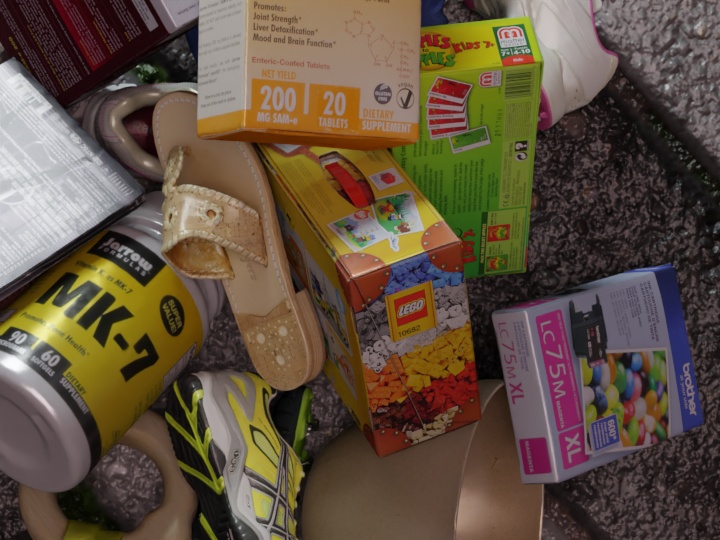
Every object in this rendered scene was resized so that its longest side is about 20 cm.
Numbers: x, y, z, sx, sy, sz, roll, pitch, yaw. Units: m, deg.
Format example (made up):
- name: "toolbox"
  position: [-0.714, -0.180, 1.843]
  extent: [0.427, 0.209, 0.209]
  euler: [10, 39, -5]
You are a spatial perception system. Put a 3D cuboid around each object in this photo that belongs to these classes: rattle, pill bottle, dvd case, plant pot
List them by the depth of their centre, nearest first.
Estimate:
- name: "dvd case"
  position: [-0.262, -0.042, 1.248]
  extent: [0.199, 0.016, 0.149]
  euler: [-36, 67, -26]
- name: "pill bottle"
  position: [-0.173, 0.042, 1.278]
  extent: [0.114, 0.114, 0.200]
  euler: [46, 52, -7]
- name: "plant pot"
  position: [0.037, 0.172, 1.329]
  extent: [0.133, 0.200, 0.203]
  euler: [4, 94, 22]
- name: "rattle"
  position: [-0.180, 0.142, 1.369]
  extent: [0.129, 0.143, 0.201]
  euler: [-24, 58, 1]

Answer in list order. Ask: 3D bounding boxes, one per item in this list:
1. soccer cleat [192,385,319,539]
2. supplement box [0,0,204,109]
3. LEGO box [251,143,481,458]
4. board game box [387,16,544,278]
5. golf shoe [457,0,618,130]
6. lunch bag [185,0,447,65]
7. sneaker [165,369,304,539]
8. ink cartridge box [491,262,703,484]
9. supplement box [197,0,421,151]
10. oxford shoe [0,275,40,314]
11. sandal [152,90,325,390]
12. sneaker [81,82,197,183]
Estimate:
- name: "soccer cleat"
  position: [-0.090, 0.171, 1.366]
  extent: [0.080, 0.068, 0.202]
  euler: [21, 92, 6]
- name: "supplement box"
  position: [-0.174, -0.184, 1.264]
  extent: [0.061, 0.199, 0.110]
  euler: [-34, 98, -37]
- name: "LEGO box"
  position: [0.000, 0.000, 1.264]
  extent: [0.076, 0.200, 0.150]
  euler: [-19, 128, -13]
- name: "board game box"
  position: [0.066, -0.078, 1.309]
  extent: [0.100, 0.048, 0.201]
  euler: [-6, 137, -5]
- name: "golf shoe"
  position: [0.118, -0.205, 1.363]
  extent: [0.091, 0.075, 0.202]
  euler: [-24, 98, -19]
- name: "lunch bag"
  position: [-0.031, -0.214, 1.306]
  extent: [0.198, 0.136, 0.134]
  euler: [-13, 96, -8]
- name: "sneaker"
  position: [-0.067, 0.162, 1.287]
  extent: [0.076, 0.075, 0.202]
  euler: [-13, 88, -33]
- name: "ink cartridge box"
  position: [0.179, 0.067, 1.342]
  extent: [0.199, 0.042, 0.121]
  euler: [-14, 95, -45]
- name: "supplement box"
  position: [-0.030, -0.180, 1.182]
  extent: [0.125, 0.073, 0.202]
  euler: [1, 88, -29]
- name: "oxford shoe"
  position: [-0.261, 0.040, 1.347]
  extent: [0.199, 0.070, 0.075]
  euler: [-37, 126, -6]
- name: "sandal"
  position: [-0.094, -0.016, 1.237]
  extent: [0.077, 0.069, 0.213]
  euler: [-27, 88, 37]
- name: "sneaker"
  position: [-0.096, -0.088, 1.332]
  extent: [0.198, 0.088, 0.082]
  euler: [2, 94, -6]
